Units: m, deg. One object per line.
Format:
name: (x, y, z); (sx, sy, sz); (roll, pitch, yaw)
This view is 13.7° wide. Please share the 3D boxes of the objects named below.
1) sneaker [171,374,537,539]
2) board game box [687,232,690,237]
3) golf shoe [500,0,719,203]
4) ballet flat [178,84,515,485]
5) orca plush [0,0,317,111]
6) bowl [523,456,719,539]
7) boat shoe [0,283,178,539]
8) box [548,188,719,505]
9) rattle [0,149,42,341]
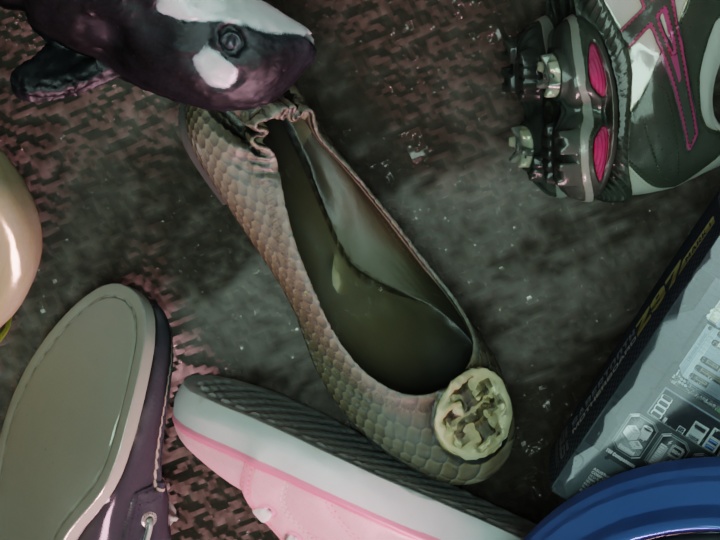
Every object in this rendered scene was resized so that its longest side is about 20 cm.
sneaker: (-0.001, 0.125, 1.213); (0.200, 0.075, 0.105); (27, 99, -9)
board game box: (0.219, 0.075, 1.207); (0.199, 0.045, 0.153); (9, 105, 0)
golf shoe: (0.101, -0.127, 1.157); (0.088, 0.077, 0.201); (-7, 107, -17)
ballet flat: (0.000, 0.000, 1.187); (0.067, 0.046, 0.200); (-39, 99, -32)
orca plush: (-0.120, -0.102, 1.138); (0.200, 0.105, 0.071); (29, 83, -4)
bowl: (0.143, 0.165, 1.151); (0.200, 0.039, 0.201); (6, 120, 10)
boat shoe: (-0.110, 0.102, 1.233); (0.063, 0.073, 0.201); (8, 103, -44)
box: (0.196, 0.065, 1.155); (0.200, 0.051, 0.158); (30, 107, -5)
rattle: (-0.200, -0.021, 1.130); (0.130, 0.143, 0.200); (21, 135, 19)
